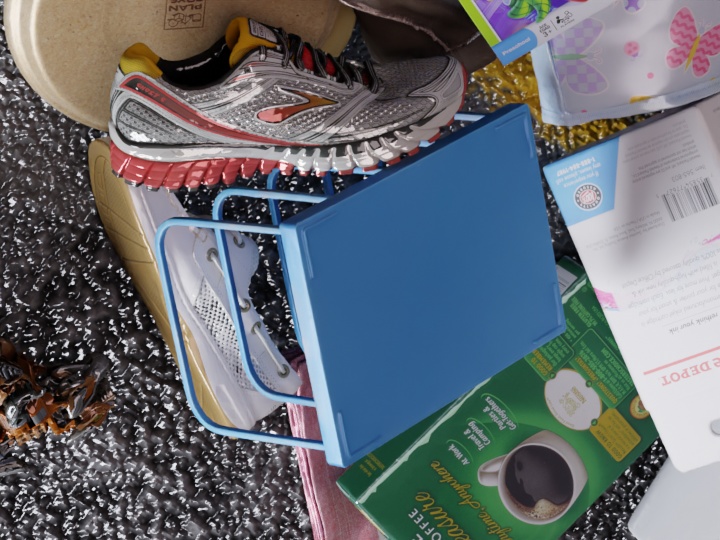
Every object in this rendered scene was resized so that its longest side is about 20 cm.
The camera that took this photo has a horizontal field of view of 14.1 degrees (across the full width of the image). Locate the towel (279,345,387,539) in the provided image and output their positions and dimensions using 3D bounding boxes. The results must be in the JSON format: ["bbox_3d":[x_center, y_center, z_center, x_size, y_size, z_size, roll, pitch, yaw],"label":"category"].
[{"bbox_3d":[0.055,0.089,1.770,0.199,0.023,0.145,-17,111,-14],"label":"towel"}]

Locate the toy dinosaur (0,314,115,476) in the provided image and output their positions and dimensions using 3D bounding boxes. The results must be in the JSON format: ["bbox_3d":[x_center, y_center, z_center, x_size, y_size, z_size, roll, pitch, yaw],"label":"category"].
[{"bbox_3d":[-0.237,0.071,1.629,0.200,0.102,0.136,-24,130,-35],"label":"toy dinosaur"}]

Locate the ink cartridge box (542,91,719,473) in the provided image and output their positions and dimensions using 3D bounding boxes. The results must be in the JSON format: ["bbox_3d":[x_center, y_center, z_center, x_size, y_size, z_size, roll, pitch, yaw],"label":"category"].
[{"bbox_3d":[0.204,0.005,1.704,0.068,0.115,0.201,-26,94,-53],"label":"ink cartridge box"}]

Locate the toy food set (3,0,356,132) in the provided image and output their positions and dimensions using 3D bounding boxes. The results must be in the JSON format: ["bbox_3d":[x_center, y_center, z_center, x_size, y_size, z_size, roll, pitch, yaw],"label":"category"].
[{"bbox_3d":[-0.100,-0.158,1.606,0.199,0.049,0.198,-16,134,-4],"label":"toy food set"}]

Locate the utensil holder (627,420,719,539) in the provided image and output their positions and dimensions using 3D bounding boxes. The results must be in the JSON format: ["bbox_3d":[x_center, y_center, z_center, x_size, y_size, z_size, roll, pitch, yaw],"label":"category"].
[{"bbox_3d":[0.284,0.120,1.780,0.170,0.170,0.200,31,95,-24],"label":"utensil holder"}]

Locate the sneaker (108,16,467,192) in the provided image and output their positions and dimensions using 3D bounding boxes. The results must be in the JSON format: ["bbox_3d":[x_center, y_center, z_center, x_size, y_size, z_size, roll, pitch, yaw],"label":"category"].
[{"bbox_3d":[-0.039,-0.096,1.578,0.199,0.078,0.082,-8,112,-9],"label":"sneaker"}]

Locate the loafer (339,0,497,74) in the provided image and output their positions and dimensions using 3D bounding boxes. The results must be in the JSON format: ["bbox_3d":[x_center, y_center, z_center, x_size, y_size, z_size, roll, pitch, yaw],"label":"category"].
[{"bbox_3d":[0.033,-0.141,1.629,0.071,0.073,0.200,-55,151,13],"label":"loafer"}]

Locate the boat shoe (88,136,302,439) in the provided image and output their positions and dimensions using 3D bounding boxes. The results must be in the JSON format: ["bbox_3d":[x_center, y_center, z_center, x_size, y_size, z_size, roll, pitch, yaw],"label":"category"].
[{"bbox_3d":[-0.092,-0.002,1.671,0.069,0.071,0.200,-31,118,-14],"label":"boat shoe"}]

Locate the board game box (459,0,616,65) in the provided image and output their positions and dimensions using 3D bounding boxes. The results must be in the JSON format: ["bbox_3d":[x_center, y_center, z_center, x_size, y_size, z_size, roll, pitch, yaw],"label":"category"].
[{"bbox_3d":[0.126,-0.209,1.511,0.200,0.045,0.135,-30,136,10],"label":"board game box"}]

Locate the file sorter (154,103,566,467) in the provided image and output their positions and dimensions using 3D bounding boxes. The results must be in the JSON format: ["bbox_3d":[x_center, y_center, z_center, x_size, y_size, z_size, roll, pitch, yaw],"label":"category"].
[{"bbox_3d":[0.000,0.000,1.629,0.200,0.122,0.139,-29,116,-42],"label":"file sorter"}]

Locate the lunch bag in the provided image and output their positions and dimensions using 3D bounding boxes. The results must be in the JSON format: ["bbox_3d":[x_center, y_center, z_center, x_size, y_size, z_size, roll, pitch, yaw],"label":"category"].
[{"bbox_3d":[0.173,-0.192,1.679,0.200,0.127,0.170,-23,111,-24],"label":"lunch bag"}]

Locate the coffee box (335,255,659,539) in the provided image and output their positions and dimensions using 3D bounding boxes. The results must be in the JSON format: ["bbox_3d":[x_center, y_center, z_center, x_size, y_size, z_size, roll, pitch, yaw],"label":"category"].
[{"bbox_3d":[0.094,0.102,1.754,0.200,0.044,0.123,-46,117,-3],"label":"coffee box"}]
